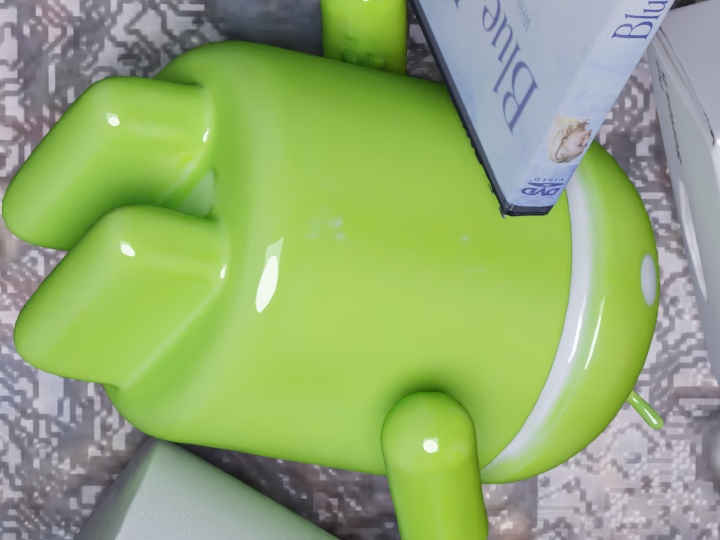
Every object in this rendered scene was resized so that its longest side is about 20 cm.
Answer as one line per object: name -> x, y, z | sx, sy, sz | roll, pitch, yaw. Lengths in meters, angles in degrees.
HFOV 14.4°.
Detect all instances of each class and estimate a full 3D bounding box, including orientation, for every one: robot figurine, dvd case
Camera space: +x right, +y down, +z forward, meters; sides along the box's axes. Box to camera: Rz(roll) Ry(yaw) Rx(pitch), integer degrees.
robot figurine -> 0.000, 0.000, 0.831 | 0.200, 0.176, 0.116 | 11, 142, -30
dvd case -> 0.056, -0.131, 0.749 | 0.018, 0.143, 0.200 | -2, 142, -27

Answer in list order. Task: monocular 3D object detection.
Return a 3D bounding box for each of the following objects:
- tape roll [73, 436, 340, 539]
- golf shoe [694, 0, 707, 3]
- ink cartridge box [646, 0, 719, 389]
tape roll -> -0.052, 0.167, 0.830 | 0.139, 0.203, 0.203 | 30, 97, -5
golf shoe -> 0.188, -0.126, 0.867 | 0.200, 0.078, 0.097 | -19, 116, 7
ink cartridge box -> 0.199, -0.024, 0.843 | 0.200, 0.084, 0.146 | -16, 122, 1
